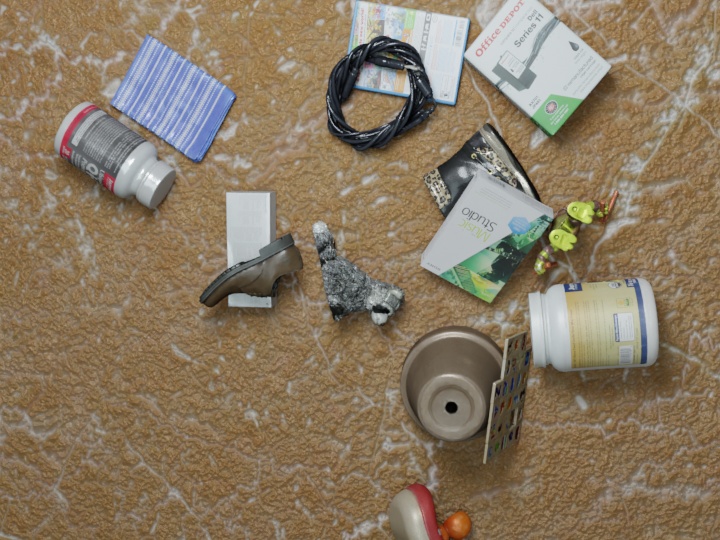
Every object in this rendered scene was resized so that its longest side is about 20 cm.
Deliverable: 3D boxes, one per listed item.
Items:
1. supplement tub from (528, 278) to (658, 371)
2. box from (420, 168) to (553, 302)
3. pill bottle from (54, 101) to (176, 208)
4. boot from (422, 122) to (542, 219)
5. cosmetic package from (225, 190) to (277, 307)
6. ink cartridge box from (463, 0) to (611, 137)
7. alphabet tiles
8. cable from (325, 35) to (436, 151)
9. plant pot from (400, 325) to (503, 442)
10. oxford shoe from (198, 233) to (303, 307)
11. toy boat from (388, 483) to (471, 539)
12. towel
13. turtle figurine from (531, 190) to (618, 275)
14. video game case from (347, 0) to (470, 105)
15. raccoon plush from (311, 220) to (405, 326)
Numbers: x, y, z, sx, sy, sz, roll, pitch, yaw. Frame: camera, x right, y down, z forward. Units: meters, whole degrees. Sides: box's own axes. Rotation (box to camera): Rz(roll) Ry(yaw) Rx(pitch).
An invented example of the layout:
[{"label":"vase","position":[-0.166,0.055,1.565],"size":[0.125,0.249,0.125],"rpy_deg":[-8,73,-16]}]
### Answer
[{"label":"supplement tub","position":[0.379,0.091,1.533],"size":[0.197,0.144,0.147],"rpy_deg":[-5,97,9]},{"label":"box","position":[0.207,-0.054,1.547],"size":[0.143,0.037,0.201],"rpy_deg":[27,125,-8]},{"label":"pill bottle","position":[-0.427,-0.198,1.638],"size":[0.199,0.111,0.112],"rpy_deg":[34,101,3]},{"label":"boot","position":[0.211,-0.126,1.568],"size":[0.150,0.073,0.201],"rpy_deg":[-32,100,16]},{"label":"cosmetic package","position":[-0.192,-0.038,1.653],"size":[0.081,0.051,0.204],"rpy_deg":[2,98,11]},{"label":"ink cartridge box","position":[0.285,-0.339,1.520],"size":[0.200,0.083,0.147],"rpy_deg":[41,101,2]},{"label":"alphabet tiles","position":[0.249,0.206,1.562],"size":[0.007,0.166,0.204],"rpy_deg":[10,100,28]},{"label":"cable","position":[0.020,-0.295,1.569],"size":[0.198,0.051,0.165],"rpy_deg":[-25,105,21]},{"label":"plant pot","position":[0.157,0.206,1.570],"size":[0.197,0.175,0.204],"rpy_deg":[1,97,9]},{"label":"oxford shoe","position":[-0.187,0.020,1.599],"size":[0.198,0.073,0.085],"rpy_deg":[-28,95,12]},{"label":"toy boat","position":[0.139,0.468,1.650],"size":[0.129,0.130,0.202],"rpy_deg":[-26,94,-19]},{"label":"towel","position":[-0.333,-0.303,1.653],"size":[0.199,0.024,0.146],"rpy_deg":[34,101,3]},{"label":"turtle figurine","position":[0.345,-0.075,1.519],"size":[0.200,0.161,0.065],"rpy_deg":[-43,81,5]},{"label":"video game case","position":[0.077,-0.370,1.583],"size":[0.197,0.018,0.146],"rpy_deg":[11,100,7]},{"label":"raccoon plush","position":[0.000,0.000,1.612],"size":[0.132,0.097,0.203],"rpy_deg":[-15,95,3]}]
